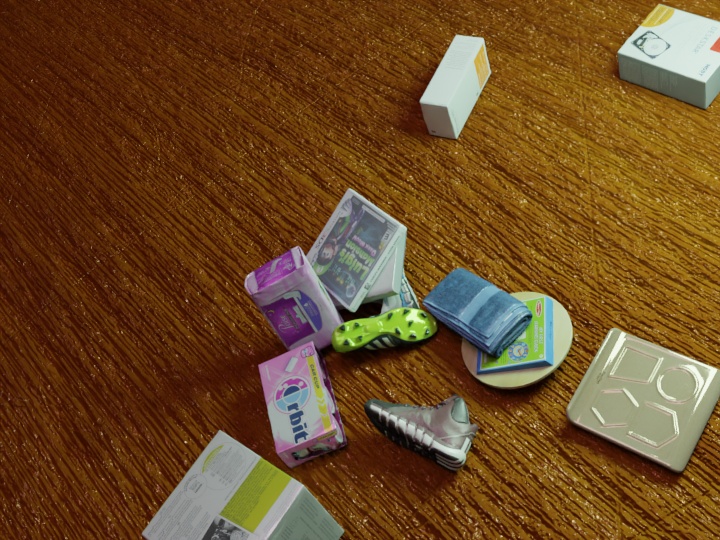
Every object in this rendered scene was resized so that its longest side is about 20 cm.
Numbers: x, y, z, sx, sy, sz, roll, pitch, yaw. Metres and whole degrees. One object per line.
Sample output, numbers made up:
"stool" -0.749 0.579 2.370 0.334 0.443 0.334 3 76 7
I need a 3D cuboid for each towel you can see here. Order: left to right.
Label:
"towel" 0.204 0.068 1.619 0.112 0.049 0.199 -44 39 -10

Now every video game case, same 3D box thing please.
"video game case" -0.017 -0.042 1.737 0.184 0.023 0.200 -58 40 5

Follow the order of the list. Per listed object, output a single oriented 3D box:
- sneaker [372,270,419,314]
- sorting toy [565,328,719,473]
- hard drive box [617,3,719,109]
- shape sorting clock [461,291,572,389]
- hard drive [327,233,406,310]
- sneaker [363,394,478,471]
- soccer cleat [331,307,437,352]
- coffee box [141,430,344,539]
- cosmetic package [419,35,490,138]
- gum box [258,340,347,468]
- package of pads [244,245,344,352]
"sneaker" 0.042 0.012 1.742 0.085 0.075 0.202 -27 48 10
"sorting toy" 0.454 0.205 1.464 0.198 0.037 0.186 24 67 28
"hard drive box" 0.641 -0.430 1.828 0.198 0.077 0.156 31 71 35
"shape sorting clock" 0.271 0.120 1.590 0.197 0.039 0.202 -20 42 18
"hard drive" 0.000 0.000 1.732 0.198 0.026 0.134 -16 57 41
"sneaker" 0.110 0.245 1.549 0.198 0.076 0.116 27 62 23
"soccer cleat" 0.042 0.112 1.670 0.196 0.081 0.069 -7 74 -9
"coffee box" -0.181 0.414 1.445 0.196 0.201 0.201 23 66 33
"cosmetic package" 0.204 -0.392 1.954 0.070 0.102 0.202 14 62 28
"gum box" -0.104 0.241 1.629 0.112 0.066 0.202 -23 51 6
"package of pads" -0.115 0.066 1.672 0.119 0.201 0.076 -28 37 3
